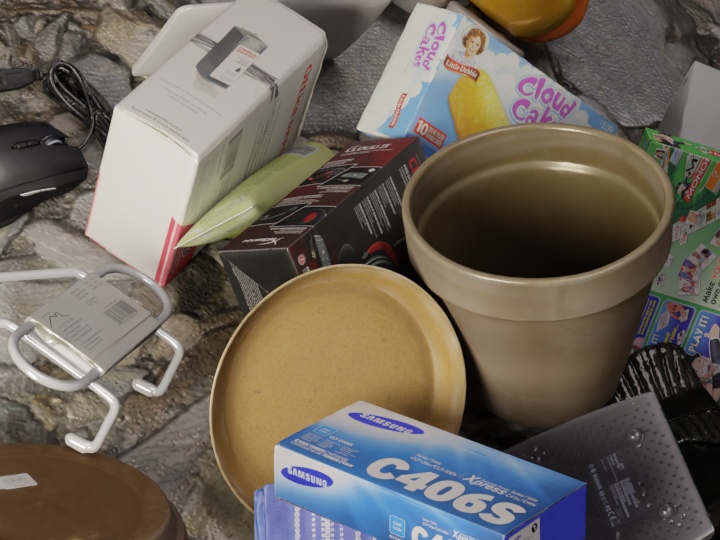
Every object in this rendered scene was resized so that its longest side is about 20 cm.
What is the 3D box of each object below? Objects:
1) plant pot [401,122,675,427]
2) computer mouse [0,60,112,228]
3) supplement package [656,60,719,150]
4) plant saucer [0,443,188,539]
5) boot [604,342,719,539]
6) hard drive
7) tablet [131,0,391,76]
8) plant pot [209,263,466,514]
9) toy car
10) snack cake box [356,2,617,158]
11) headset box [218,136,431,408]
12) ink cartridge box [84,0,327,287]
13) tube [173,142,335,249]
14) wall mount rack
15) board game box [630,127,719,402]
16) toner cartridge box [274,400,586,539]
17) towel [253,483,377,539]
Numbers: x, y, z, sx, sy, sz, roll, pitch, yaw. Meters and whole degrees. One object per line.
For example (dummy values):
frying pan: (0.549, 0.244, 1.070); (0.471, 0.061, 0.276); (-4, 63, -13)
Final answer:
plant pot: (0.136, 0.015, 1.612); (0.198, 0.175, 0.201); (-5, 37, 4)
computer mouse: (-0.273, -0.110, 1.700); (0.199, 0.046, 0.141); (-23, 62, -36)
supplement package: (0.333, -0.043, 1.811); (0.198, 0.151, 0.152); (22, 45, -2)
plant saucer: (-0.211, 0.163, 1.426); (0.198, 0.030, 0.200); (7, 20, -3)
boot: (0.210, 0.149, 1.636); (0.210, 0.080, 0.158); (-18, 61, -40)
hard drive: (0.144, 0.182, 1.536); (0.199, 0.042, 0.136); (-26, 53, 7)
tablet: (-0.082, -0.198, 1.805); (0.198, 0.130, 0.014); (-9, 75, -28)
plant pot: (-0.019, 0.091, 1.544); (0.198, 0.202, 0.027); (-2, 14, -24)
toy car: (0.124, -0.286, 1.965); (0.200, 0.176, 0.150); (41, 13, 17)
snack cake box: (0.105, -0.116, 1.748); (0.199, 0.116, 0.067); (30, -5, -37)
headset box: (0.000, 0.000, 1.635); (0.075, 0.150, 0.200); (-2, 27, 40)
ink cartridge box: (-0.119, -0.107, 1.689); (0.084, 0.146, 0.200); (32, 45, 12)
tube: (-0.074, -0.055, 1.681); (0.052, 0.058, 0.200); (24, 21, 14)
wall mount rack: (-0.225, 0.046, 1.539); (0.173, 0.075, 0.200); (34, 25, 6)
board game box: (0.255, 0.000, 1.709); (0.133, 0.201, 0.029); (17, 22, -6)
toner cartridge box: (0.045, 0.148, 1.447); (0.199, 0.044, 0.095); (17, 27, 37)
towel: (0.027, 0.210, 1.488); (0.198, 0.024, 0.146); (-2, 64, -2)
